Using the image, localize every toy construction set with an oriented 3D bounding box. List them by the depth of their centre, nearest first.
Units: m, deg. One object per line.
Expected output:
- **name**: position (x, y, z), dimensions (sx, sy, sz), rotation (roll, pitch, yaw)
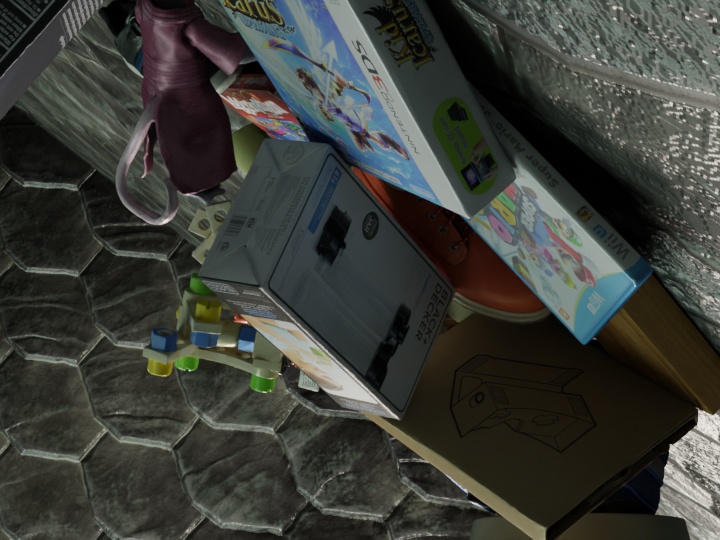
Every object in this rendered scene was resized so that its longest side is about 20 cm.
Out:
- **toy construction set**: position (-0.091, 0.025, 1.062), dimensions (0.131, 0.092, 0.200), rotation (9, -150, -5)

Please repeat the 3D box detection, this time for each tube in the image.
- **tube**: position (-0.063, -0.068, 1.427), dimensions (0.200, 0.058, 0.052), rotation (49, 152, 17)

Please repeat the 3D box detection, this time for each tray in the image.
- **tray**: position (0.182, 0.023, 0.983), dimensions (0.200, 0.037, 0.099), rotation (46, 170, -33)

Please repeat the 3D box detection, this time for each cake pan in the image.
- **cake pan**: position (0.178, 0.222, 1.128), dimensions (0.200, 0.037, 0.200), rotation (0, 166, 0)

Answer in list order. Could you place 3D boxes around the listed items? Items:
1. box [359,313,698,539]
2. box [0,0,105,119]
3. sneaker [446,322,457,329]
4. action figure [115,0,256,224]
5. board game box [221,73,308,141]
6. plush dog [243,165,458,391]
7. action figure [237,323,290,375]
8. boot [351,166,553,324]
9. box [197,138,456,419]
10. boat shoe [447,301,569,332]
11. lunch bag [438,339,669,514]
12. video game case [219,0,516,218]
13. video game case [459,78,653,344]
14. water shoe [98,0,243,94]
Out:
- **box**: position (0.120, 0.104, 1.024), dimensions (0.200, 0.163, 0.021), rotation (32, 143, 40)
- **box**: position (-0.316, -0.259, 1.113), dimensions (0.200, 0.198, 0.123), rotation (41, 172, -5)
- **sneaker**: position (0.069, 0.046, 1.311), dimensions (0.088, 0.076, 0.200), rotation (57, -177, -39)
- **action figure**: position (-0.153, -0.162, 1.089), dimensions (0.134, 0.149, 0.200), rotation (24, 133, 30)
- **board game box**: position (-0.071, -0.142, 1.244), dimensions (0.103, 0.019, 0.200), rotation (35, 174, -22)
- **plush dog**: position (0.000, 0.000, 1.200), dimensions (0.160, 0.172, 0.200), rotation (-24, 95, 39)
- **action figure**: position (-0.062, -0.008, 1.295), dimensions (0.102, 0.200, 0.119), rotation (21, 162, 32)
- **boot**: position (0.071, -0.038, 1.039), dimensions (0.200, 0.075, 0.107), rotation (39, 167, 11)
- **box**: position (-0.017, 0.009, 0.978), dimensions (0.060, 0.117, 0.200), rotation (8, 153, 37)
- **boat shoe**: position (0.132, 0.034, 1.190), dimensions (0.201, 0.074, 0.063), rotation (36, -152, -43)
- **lunch bag**: position (0.151, 0.138, 1.147), dimensions (0.200, 0.133, 0.136), rotation (1, 155, 29)
- **video game case**: position (-0.011, -0.134, 0.850), dimensions (0.200, 0.045, 0.181), rotation (29, 155, 55)
- **video game case**: position (0.095, -0.046, 0.886), dimensions (0.200, 0.018, 0.143), rotation (47, 165, 10)
- **water shoe**: position (-0.183, -0.206, 1.264), dimensions (0.200, 0.072, 0.079), rotation (27, 161, 50)
